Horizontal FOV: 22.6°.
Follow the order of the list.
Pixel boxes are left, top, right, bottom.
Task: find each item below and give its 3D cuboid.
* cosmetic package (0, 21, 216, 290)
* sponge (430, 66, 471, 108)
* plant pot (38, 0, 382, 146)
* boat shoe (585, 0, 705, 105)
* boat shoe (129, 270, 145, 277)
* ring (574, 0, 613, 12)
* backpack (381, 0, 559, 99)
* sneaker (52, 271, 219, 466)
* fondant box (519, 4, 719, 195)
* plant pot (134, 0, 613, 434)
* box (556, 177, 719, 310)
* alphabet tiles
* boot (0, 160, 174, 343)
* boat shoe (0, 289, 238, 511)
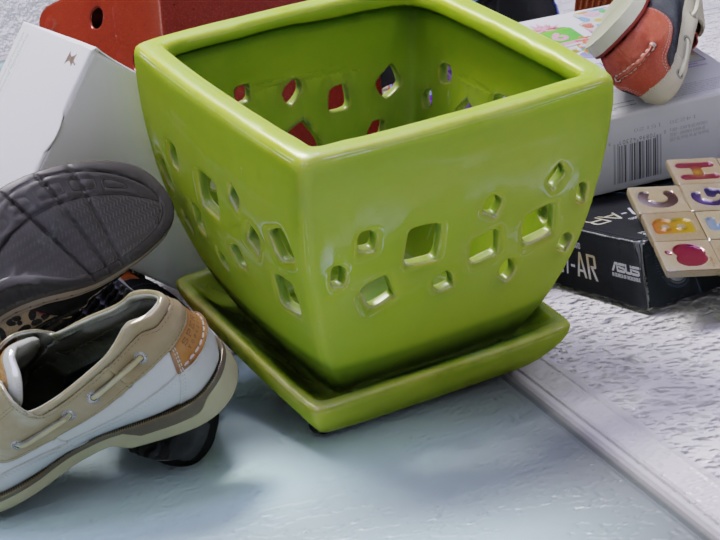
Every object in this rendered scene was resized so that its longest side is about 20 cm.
[{"bbox_3d":[-0.131,-0.056,1.087,0.084,0.108,0.199,25,-2,46],"label":"cosmetic package"},{"bbox_3d":[0.052,-0.158,1.232,0.030,0.112,0.201,-29,39,9],"label":"sponge"},{"bbox_3d":[-0.115,-0.127,1.278,0.199,0.202,0.175,-15,-12,42],"label":"plant pot"},{"bbox_3d":[0.205,-0.171,1.234,0.071,0.062,0.200,-46,4,31],"label":"boat shoe"},{"bbox_3d":[-0.200,-0.009,1.313,0.071,0.067,0.201,-13,14,-13],"label":"boat shoe"},{"bbox_3d":[0.238,-0.165,1.365,0.019,0.202,0.199,-31,25,-35],"label":"ring"},{"bbox_3d":[0.076,-0.184,1.580,0.198,0.184,0.134,-18,-7,-20],"label":"backpack"},{"bbox_3d":[-0.106,0.052,1.021,0.089,0.071,0.200,21,12,-34],"label":"sneaker"},{"bbox_3d":[0.167,-0.124,1.276,0.143,0.059,0.200,-13,29,-14],"label":"fondant box"},{"bbox_3d":[0.004,-0.034,0.996,0.198,0.183,0.199,-16,31,-27],"label":"plant pot"},{"bbox_3d":[0.217,-0.032,1.178,0.198,0.044,0.160,-16,15,-24],"label":"box"},{"bbox_3d":[0.267,-0.029,1.077,0.197,0.006,0.167,-3,32,-5],"label":"alphabet tiles"},{"bbox_3d":[-0.196,0.029,0.986,0.199,0.073,0.151,-35,-15,-26],"label":"boot"},{"bbox_3d":[-0.163,0.064,0.911,0.198,0.069,0.075,-24,38,12],"label":"boat shoe"}]
